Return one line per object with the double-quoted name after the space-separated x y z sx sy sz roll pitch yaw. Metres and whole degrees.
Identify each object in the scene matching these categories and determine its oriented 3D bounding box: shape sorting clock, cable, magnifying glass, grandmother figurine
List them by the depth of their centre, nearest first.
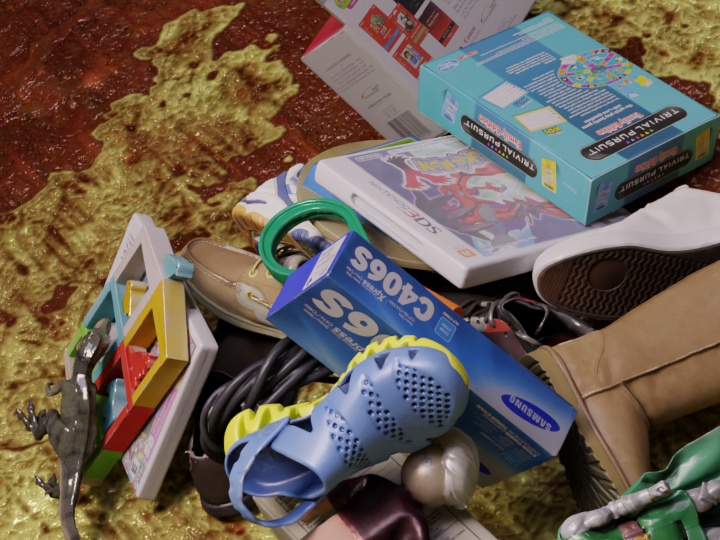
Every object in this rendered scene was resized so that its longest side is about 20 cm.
-0.001 0.176 1.235 0.200 0.061 0.121 -38 54 -10 "grandmother figurine"
-0.040 0.092 1.368 0.199 0.163 0.051 -11 69 -38 "cable"
0.000 0.000 1.412 0.080 0.022 0.199 -44 45 -19 "magnifying glass"
0.046 -0.053 1.533 0.198 0.040 0.200 9 28 -5 "shape sorting clock"

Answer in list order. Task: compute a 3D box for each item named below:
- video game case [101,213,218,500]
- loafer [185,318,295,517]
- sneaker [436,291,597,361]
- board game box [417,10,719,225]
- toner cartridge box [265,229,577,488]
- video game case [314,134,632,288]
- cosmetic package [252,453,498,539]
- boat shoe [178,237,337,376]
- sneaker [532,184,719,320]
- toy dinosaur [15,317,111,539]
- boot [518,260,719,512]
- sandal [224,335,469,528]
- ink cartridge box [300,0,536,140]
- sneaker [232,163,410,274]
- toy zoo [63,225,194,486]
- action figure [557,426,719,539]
-0.172 0.065 1.497 0.018 0.144 0.200 11 26 -29 "video game case"
-0.094 0.094 1.473 0.072 0.072 0.201 -11 45 14 "loafer"
0.111 0.040 1.425 0.199 0.082 0.077 16 56 35 "sneaker"
0.167 -0.128 1.539 0.150 0.047 0.200 -26 47 -31 "board game box"
0.040 0.063 1.270 0.095 0.200 0.043 -33 22 56 "toner cartridge box"
0.094 -0.055 1.488 0.199 0.023 0.182 -13 37 -39 "video game case"
0.028 0.201 1.302 0.103 0.088 0.200 -37 45 -12 "cosmetic package"
-0.055 0.016 1.489 0.199 0.067 0.074 26 36 14 "boat shoe"
0.222 -0.018 1.439 0.198 0.073 0.085 -8 37 -7 "sneaker"
-0.229 0.138 1.468 0.088 0.047 0.202 -15 70 51 "toy dinosaur"
0.232 0.093 1.323 0.199 0.066 0.176 -20 78 -20 "boot"
-0.013 0.113 1.226 0.199 0.080 0.087 -32 19 28 "sandal"
0.044 -0.236 1.649 0.084 0.175 0.201 -27 25 56 "ink cartridge box"
-0.020 -0.038 1.566 0.088 0.076 0.199 -43 47 -20 "sneaker"
-0.180 0.058 1.473 0.200 0.020 0.132 -52 39 39 "toy zoo"
0.200 0.172 1.225 0.199 0.055 0.119 -21 81 -7 "action figure"
